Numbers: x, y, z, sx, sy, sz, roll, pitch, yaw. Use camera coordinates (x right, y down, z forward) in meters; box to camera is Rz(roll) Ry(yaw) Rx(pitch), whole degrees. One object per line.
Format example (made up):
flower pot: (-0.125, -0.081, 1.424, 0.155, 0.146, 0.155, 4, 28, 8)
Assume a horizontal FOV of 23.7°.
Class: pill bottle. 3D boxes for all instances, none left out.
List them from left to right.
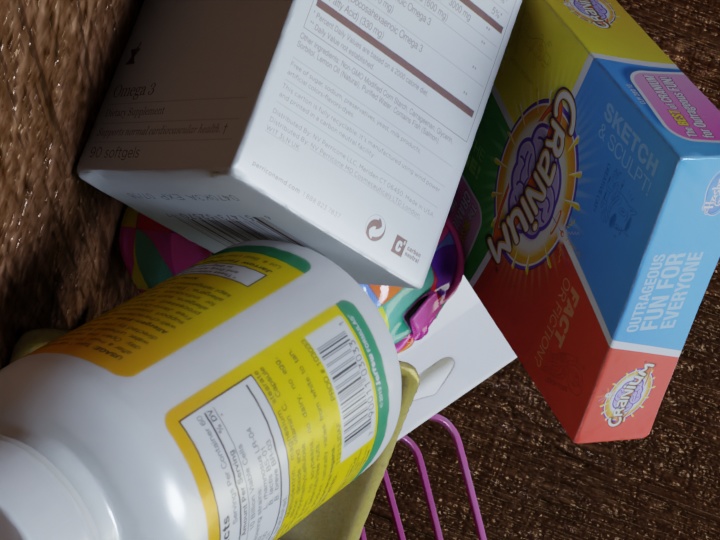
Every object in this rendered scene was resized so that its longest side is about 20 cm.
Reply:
pill bottle: (-0.080, 0.070, 0.655, 0.200, 0.113, 0.113, -33, 149, -50)

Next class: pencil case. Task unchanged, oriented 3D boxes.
pencil case: (-0.039, -0.006, 0.869, 0.200, 0.088, 0.089, 8, -105, 51)

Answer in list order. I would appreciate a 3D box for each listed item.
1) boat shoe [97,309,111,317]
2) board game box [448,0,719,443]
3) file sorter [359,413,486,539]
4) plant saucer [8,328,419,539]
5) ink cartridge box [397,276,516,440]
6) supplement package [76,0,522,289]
boat shoe: (-0.099, 0.115, 0.917, 0.065, 0.200, 0.073, -29, -168, 16)
board game box: (0.091, -0.045, 0.779, 0.200, 0.040, 0.153, -121, -144, -46)
file sorter: (-0.023, 0.183, 1.121, 0.200, 0.125, 0.139, -32, -114, 54)
plant saucer: (-0.095, 0.110, 0.825, 0.048, 0.200, 0.200, 53, -50, 53)
ink cartridge box: (0.000, 0.000, 1.018, 0.128, 0.125, 0.200, -36, -133, 4)
supplement package: (-0.016, -0.107, 0.746, 0.117, 0.117, 0.200, 2, -112, 49)
